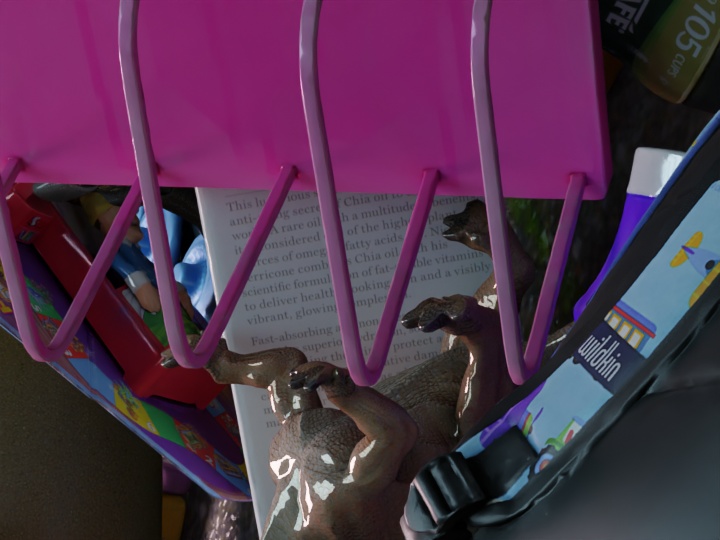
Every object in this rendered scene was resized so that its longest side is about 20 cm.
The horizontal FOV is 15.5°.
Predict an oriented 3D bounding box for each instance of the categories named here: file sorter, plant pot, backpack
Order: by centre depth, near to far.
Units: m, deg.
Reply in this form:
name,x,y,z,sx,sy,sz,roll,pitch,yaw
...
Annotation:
name,x,y,z,sx,sy,sz,roll,pitch,yaw
backpack,0.138,0.037,0.647,0.182,0.135,0.200,20,71,50
file sorter,-0.041,-0.050,0.751,0.126,0.199,0.139,-70,-23,-50
plant pot,-0.162,0.093,1.177,0.186,0.186,0.201,-43,27,53

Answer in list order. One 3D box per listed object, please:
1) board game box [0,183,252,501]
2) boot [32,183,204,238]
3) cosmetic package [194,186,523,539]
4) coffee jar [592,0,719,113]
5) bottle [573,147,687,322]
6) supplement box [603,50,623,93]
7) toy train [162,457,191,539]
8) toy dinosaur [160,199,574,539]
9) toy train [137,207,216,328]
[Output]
name,x,y,z,sx,sy,sz,roll,pitch,yaw
board game box,-0.089,-0.002,0.977,0.039,0.200,0.158,-44,23,13
boot,-0.072,-0.093,0.991,0.069,0.174,0.201,-24,58,25
cosmetic package,0.000,0.000,0.903,0.071,0.101,0.201,-101,2,-68
coffee jar,0.061,-0.122,0.804,0.085,0.199,0.105,-72,4,-61
bottle,0.085,0.066,0.769,0.083,0.065,0.201,12,93,64
supplement box,0.040,-0.142,0.995,0.126,0.073,0.200,-63,30,32
toy train,-0.127,0.169,1.276,0.200,0.055,0.151,-28,57,60
toy dinosaur,0.024,0.067,0.851,0.136,0.199,0.086,63,180,-22
toy train,-0.050,-0.035,1.147,0.200,0.086,0.115,37,110,63
